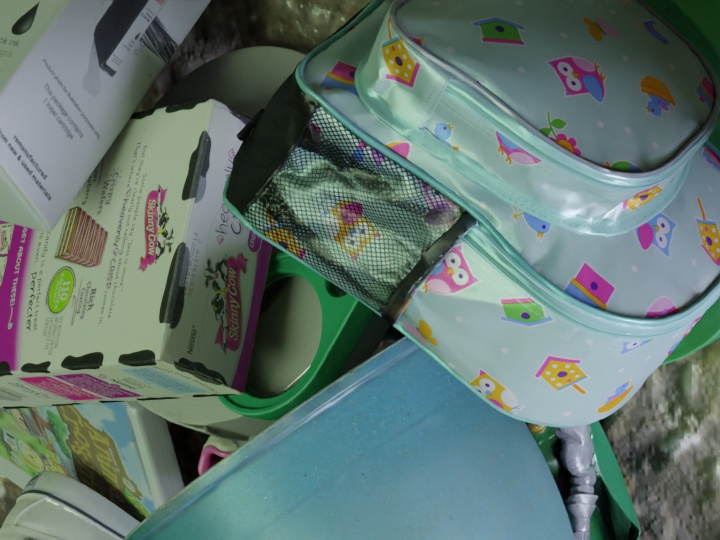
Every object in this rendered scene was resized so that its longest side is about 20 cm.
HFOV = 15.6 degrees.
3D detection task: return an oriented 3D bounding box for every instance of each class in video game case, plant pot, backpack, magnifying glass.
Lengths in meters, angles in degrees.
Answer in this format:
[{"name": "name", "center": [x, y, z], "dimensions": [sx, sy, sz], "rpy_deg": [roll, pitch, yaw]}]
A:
[{"name": "video game case", "center": [-0.171, 0.096, 1.549], "dimensions": [0.182, 0.022, 0.201], "rpy_deg": [31, 150, 30]}, {"name": "plant pot", "center": [0.021, 0.150, 1.259], "dimensions": [0.189, 0.200, 0.200], "rpy_deg": [55, 136, 5]}, {"name": "backpack", "center": [0.071, -0.040, 1.125], "dimensions": [0.200, 0.176, 0.153], "rpy_deg": [45, 129, 1]}, {"name": "magnifying glass", "center": [0.000, 0.000, 1.273], "dimensions": [0.200, 0.022, 0.080], "rpy_deg": [-41, 53, 26]}]

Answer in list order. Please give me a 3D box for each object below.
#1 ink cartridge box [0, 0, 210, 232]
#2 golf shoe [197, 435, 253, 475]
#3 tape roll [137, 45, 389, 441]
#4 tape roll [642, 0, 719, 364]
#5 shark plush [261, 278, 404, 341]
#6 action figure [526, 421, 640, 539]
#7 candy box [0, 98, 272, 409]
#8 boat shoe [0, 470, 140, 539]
[{"name": "ink cartridge box", "center": [-0.171, -0.133, 1.339], "dimensions": [0.144, 0.201, 0.084], "rpy_deg": [14, 150, 37]}, {"name": "golf shoe", "center": [-0.011, 0.152, 1.423], "dimensions": [0.200, 0.091, 0.075], "rpy_deg": [50, 133, 15]}, {"name": "tape roll", "center": [-0.058, -0.014, 1.363], "dimensions": [0.202, 0.037, 0.204], "rpy_deg": [-13, 69, 37]}, {"name": "tape roll", "center": [0.119, -0.056, 1.232], "dimensions": [0.200, 0.048, 0.202], "rpy_deg": [20, 121, 37]}, {"name": "shark plush", "center": [-0.036, 0.040, 1.401], "dimensions": [0.199, 0.083, 0.091], "rpy_deg": [12, 122, 37]}, {"name": "action figure", "center": [0.101, 0.133, 1.334], "dimensions": [0.118, 0.054, 0.202], "rpy_deg": [-9, 97, 49]}, {"name": "candy box", "center": [-0.131, -0.004, 1.345], "dimensions": [0.199, 0.061, 0.137], "rpy_deg": [-6, 68, 46]}, {"name": "boat shoe", "center": [-0.121, 0.194, 1.510], "dimensions": [0.199, 0.070, 0.071], "rpy_deg": [32, 147, 3]}]
